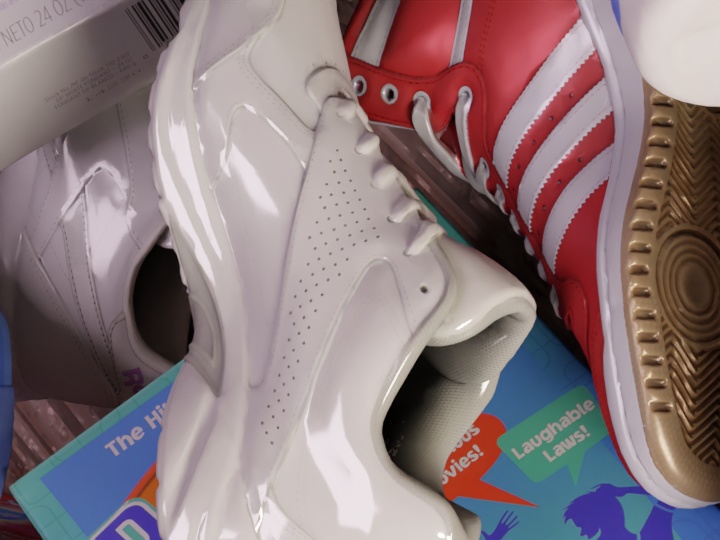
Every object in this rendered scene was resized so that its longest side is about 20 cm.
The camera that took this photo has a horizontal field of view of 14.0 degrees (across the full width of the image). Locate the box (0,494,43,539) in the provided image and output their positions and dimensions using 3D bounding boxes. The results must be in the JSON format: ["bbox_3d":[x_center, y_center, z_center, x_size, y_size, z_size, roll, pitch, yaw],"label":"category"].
[{"bbox_3d":[-0.129,0.127,0.986,0.199,0.102,0.095,5,91,48],"label":"box"}]

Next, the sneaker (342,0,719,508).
[{"bbox_3d":[0.053,-0.022,0.821,0.112,0.071,0.201,-22,64,40],"label":"sneaker"}]

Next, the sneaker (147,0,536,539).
[{"bbox_3d":[0.000,0.000,0.791,0.099,0.078,0.201,-11,69,20],"label":"sneaker"}]

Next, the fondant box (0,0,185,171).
[{"bbox_3d":[-0.108,-0.149,0.934,0.144,0.058,0.201,-30,64,1],"label":"fondant box"}]

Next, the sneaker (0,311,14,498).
[{"bbox_3d":[-0.162,0.011,0.932,0.070,0.078,0.200,-64,31,35],"label":"sneaker"}]

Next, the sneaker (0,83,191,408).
[{"bbox_3d":[-0.073,-0.051,0.976,0.099,0.075,0.201,7,92,26],"label":"sneaker"}]

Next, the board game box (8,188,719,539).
[{"bbox_3d":[0.015,0.088,0.814,0.152,0.045,0.200,-37,52,-8],"label":"board game box"}]

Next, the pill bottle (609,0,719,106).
[{"bbox_3d":[0.092,-0.154,0.757,0.114,0.113,0.201,-36,62,39],"label":"pill bottle"}]
